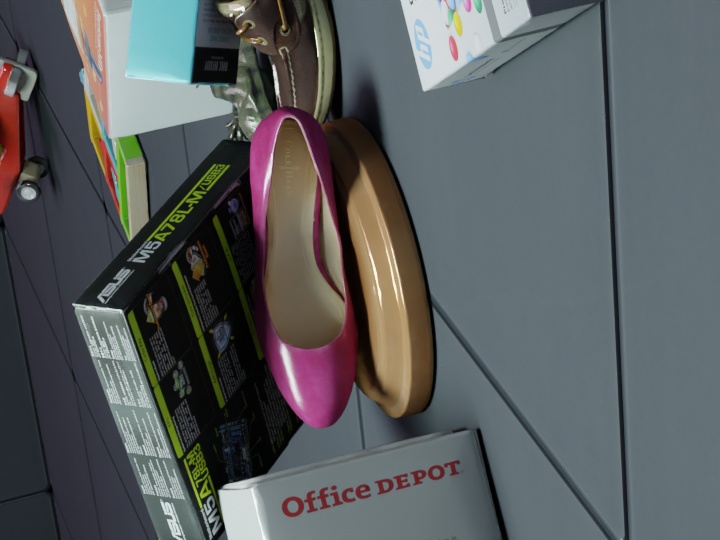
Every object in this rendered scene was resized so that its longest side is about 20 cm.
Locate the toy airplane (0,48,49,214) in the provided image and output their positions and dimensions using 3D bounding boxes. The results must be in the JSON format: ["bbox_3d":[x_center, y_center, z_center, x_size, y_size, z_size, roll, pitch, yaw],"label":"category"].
[{"bbox_3d":[-0.468,-0.185,3.104,0.200,0.141,0.200,76,-162,-78],"label":"toy airplane"}]

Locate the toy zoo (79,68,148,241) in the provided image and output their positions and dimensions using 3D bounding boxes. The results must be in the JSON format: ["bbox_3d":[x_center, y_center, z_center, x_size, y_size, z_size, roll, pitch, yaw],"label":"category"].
[{"bbox_3d":[-0.253,-0.135,2.545,0.131,0.020,0.200,92,159,-49],"label":"toy zoo"}]

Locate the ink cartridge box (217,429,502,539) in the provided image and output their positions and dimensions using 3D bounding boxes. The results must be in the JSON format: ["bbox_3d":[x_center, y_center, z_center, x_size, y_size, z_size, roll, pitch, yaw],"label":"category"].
[{"bbox_3d":[0.011,0.212,1.550,0.146,0.146,0.201,155,102,-77],"label":"ink cartridge box"}]

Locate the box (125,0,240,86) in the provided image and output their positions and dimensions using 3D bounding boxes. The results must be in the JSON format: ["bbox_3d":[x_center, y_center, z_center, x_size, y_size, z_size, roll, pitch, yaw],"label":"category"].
[{"bbox_3d":[-0.109,-0.223,1.631,0.082,0.049,0.201,-10,-74,-71],"label":"box"}]

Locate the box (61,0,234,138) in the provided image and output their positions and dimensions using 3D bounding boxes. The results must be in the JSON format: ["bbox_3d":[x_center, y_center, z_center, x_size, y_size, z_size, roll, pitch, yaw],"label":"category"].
[{"bbox_3d":[-0.176,-0.233,1.957,0.152,0.106,0.200,95,157,-53],"label":"box"}]

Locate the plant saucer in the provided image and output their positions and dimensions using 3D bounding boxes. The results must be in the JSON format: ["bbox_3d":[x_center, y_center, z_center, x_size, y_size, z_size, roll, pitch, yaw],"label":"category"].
[{"bbox_3d":[0.000,0.000,1.633,0.200,0.032,0.201,167,90,-77],"label":"plant saucer"}]

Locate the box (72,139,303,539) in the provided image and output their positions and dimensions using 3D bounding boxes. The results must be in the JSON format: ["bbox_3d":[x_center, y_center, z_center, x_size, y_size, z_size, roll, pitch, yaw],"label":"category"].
[{"bbox_3d":[-0.095,0.048,1.629,0.047,0.193,0.200,7,130,32],"label":"box"}]

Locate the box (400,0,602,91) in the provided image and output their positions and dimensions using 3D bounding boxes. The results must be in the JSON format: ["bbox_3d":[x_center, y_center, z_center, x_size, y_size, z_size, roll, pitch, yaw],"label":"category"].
[{"bbox_3d":[0.053,-0.183,1.221,0.200,0.041,0.156,157,99,-77],"label":"box"}]

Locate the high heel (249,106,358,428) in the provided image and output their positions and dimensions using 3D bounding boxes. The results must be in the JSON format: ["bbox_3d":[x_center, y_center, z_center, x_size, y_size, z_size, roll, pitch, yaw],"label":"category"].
[{"bbox_3d":[-0.035,-0.002,1.568,0.096,0.067,0.201,106,162,-83],"label":"high heel"}]

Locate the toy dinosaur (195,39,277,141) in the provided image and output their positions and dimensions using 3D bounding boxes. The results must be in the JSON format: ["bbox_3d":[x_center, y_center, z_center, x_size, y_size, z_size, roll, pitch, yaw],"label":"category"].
[{"bbox_3d":[-0.090,-0.133,1.841,0.088,0.047,0.201,-22,81,62],"label":"toy dinosaur"}]

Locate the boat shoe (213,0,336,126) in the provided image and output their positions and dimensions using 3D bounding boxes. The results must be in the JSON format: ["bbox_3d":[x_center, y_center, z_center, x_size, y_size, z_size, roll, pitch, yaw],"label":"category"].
[{"bbox_3d":[-0.062,-0.180,1.618,0.072,0.072,0.200,-123,23,-54],"label":"boat shoe"}]
